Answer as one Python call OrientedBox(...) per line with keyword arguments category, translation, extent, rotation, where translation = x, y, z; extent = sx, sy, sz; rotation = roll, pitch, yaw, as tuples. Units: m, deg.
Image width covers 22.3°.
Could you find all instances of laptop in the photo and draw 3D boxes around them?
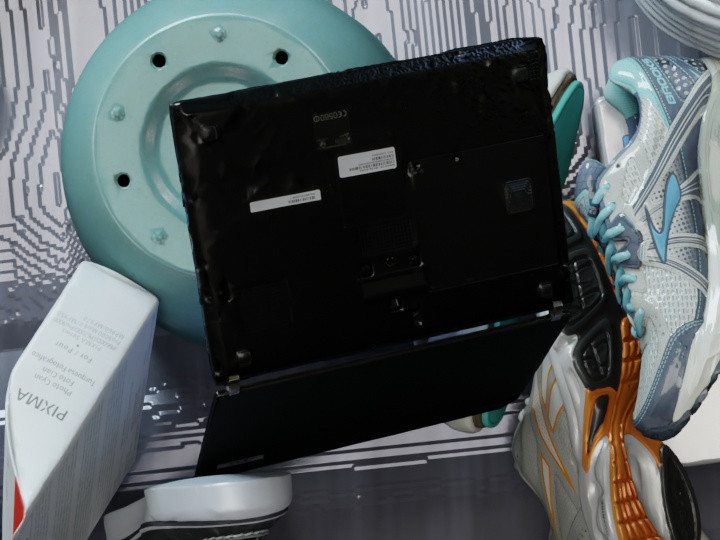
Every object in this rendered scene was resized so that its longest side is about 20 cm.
OrientedBox(category="laptop", translation=(0.000, 0.000, 0.860), extent=(0.176, 0.103, 0.202), rotation=(-12, 104, -16))

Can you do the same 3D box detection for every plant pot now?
OrientedBox(category="plant pot", translation=(-0.062, -0.056, 0.927), extent=(0.198, 0.161, 0.203), rotation=(0, 90, 2))

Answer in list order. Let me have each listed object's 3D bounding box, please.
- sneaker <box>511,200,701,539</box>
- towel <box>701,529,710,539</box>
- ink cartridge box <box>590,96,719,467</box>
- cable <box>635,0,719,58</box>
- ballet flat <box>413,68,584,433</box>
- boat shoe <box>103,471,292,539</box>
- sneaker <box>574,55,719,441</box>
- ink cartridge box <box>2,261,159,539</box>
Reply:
OrientedBox(category="sneaker", translation=(0.107, 0.067, 0.946), extent=(0.075, 0.092, 0.202), rotation=(-1, 77, -37))
OrientedBox(category="towel", translation=(0.164, 0.230, 0.985), extent=(0.144, 0.023, 0.201), rotation=(-38, 90, -1))
OrientedBox(category="ink cartridge box", translation=(0.224, -0.005, 0.975), extent=(0.174, 0.045, 0.202), rotation=(-8, 89, 3))
OrientedBox(category="cable", translation=(0.225, -0.187, 0.926), extent=(0.199, 0.069, 0.200), rotation=(-35, 61, -15))
OrientedBox(category="ballet flat", translation=(0.064, -0.015, 0.975), extent=(0.069, 0.069, 0.202), rotation=(15, 90, 2))
OrientedBox(category="boat shoe", translation=(-0.084, 0.143, 0.907), extent=(0.073, 0.199, 0.069), rotation=(-2, 77, -28))
OrientedBox(category="sneaker", translation=(0.144, -0.015, 0.910), extent=(0.085, 0.078, 0.202), rotation=(11, 71, -2))
OrientedBox(category="ink cartridge box", translation=(-0.166, 0.118, 0.875), extent=(0.047, 0.161, 0.201), rotation=(26, 54, 6))
